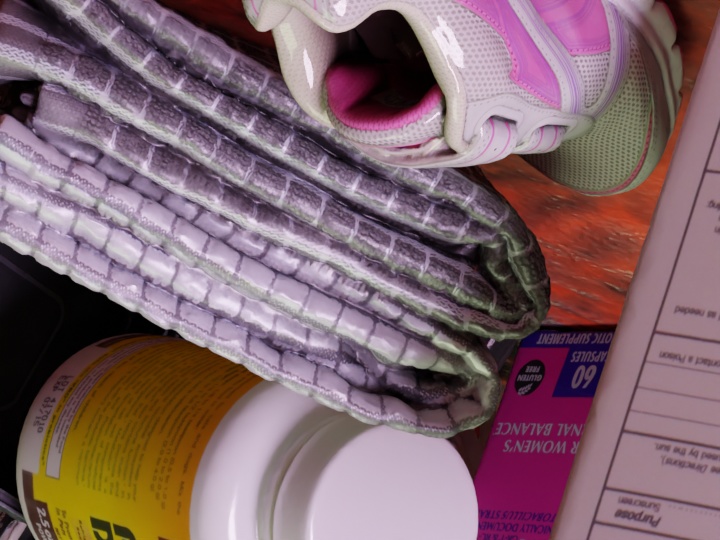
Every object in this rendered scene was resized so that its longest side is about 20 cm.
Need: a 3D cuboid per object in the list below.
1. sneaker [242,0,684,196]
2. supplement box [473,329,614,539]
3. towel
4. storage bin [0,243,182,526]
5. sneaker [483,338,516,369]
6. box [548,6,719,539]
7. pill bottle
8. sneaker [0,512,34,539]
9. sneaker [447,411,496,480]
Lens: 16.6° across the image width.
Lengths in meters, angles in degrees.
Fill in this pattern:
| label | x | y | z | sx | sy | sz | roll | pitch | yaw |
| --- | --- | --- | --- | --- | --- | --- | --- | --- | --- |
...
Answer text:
| label | x | y | z | sx | sy | sz | roll | pitch | yaw |
| --- | --- | --- | --- | --- | --- | --- | --- | --- | --- |
| sneaker | 0.023 | -0.065 | 0.713 | 0.081 | 0.088 | 0.200 | 4 | 157 | 40 |
| supplement box | 0.103 | 0.134 | 1.031 | 0.103 | 0.201 | 0.101 | 32 | 158 | -35 |
| towel | -0.040 | -0.035 | 0.803 | 0.200 | 0.086 | 0.166 | 28 | -170 | -11 |
| storage bin | -0.146 | 0.029 | 1.063 | 0.094 | 0.136 | 0.200 | 21 | 167 | 38 |
| sneaker | 0.000 | 0.000 | 0.997 | 0.087 | 0.074 | 0.200 | 37 | 178 | 34 |
| box | 0.148 | 0.029 | 0.675 | 0.127 | 0.201 | 0.109 | 9 | 159 | 29 |
| pill bottle | -0.044 | 0.086 | 0.960 | 0.109 | 0.110 | 0.200 | 31 | 166 | -33 |
| sneaker | -0.265 | 0.177 | 1.745 | 0.198 | 0.080 | 0.130 | 19 | 161 | 2 |
| sneaker | 0.024 | 0.095 | 1.069 | 0.070 | 0.200 | 0.093 | 33 | 134 | 1 |
